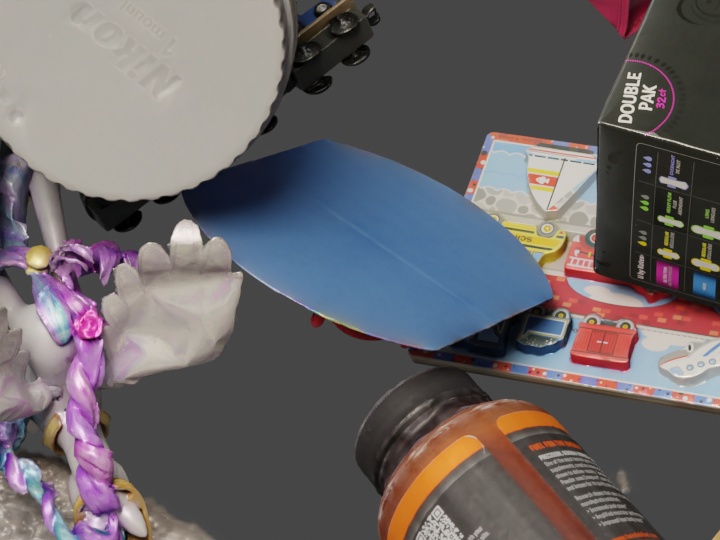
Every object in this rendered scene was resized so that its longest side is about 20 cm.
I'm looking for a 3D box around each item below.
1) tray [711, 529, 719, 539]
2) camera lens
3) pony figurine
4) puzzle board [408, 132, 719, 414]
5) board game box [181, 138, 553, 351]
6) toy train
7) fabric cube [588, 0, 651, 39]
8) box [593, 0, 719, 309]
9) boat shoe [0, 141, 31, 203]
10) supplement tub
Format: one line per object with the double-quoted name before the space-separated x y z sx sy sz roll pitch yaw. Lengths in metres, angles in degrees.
"tray" 0.265 0.156 1.266 0.200 0.037 0.099 31 66 28
"camera lens" -0.112 -0.131 1.337 0.159 0.161 0.200 -16 19 1
"pony figurine" -0.146 0.037 1.350 0.166 0.193 0.200 -16 49 -12
"puzzle board" 0.139 -0.002 1.420 0.199 0.017 0.151 9 57 18
"board game box" 0.000 0.000 1.376 0.158 0.039 0.200 34 28 21
"toy train" -0.073 -0.091 1.523 0.200 0.034 0.046 -37 43 -13
"fabric cube" 0.156 -0.291 1.499 0.196 0.200 0.199 -35 64 -14
"box" 0.230 -0.061 1.359 0.199 0.125 0.149 16 55 16
"boat shoe" -0.160 -0.102 1.521 0.200 0.062 0.073 -36 37 -17
"supplement tub" 0.079 0.133 1.279 0.107 0.107 0.200 -32 55 -12
